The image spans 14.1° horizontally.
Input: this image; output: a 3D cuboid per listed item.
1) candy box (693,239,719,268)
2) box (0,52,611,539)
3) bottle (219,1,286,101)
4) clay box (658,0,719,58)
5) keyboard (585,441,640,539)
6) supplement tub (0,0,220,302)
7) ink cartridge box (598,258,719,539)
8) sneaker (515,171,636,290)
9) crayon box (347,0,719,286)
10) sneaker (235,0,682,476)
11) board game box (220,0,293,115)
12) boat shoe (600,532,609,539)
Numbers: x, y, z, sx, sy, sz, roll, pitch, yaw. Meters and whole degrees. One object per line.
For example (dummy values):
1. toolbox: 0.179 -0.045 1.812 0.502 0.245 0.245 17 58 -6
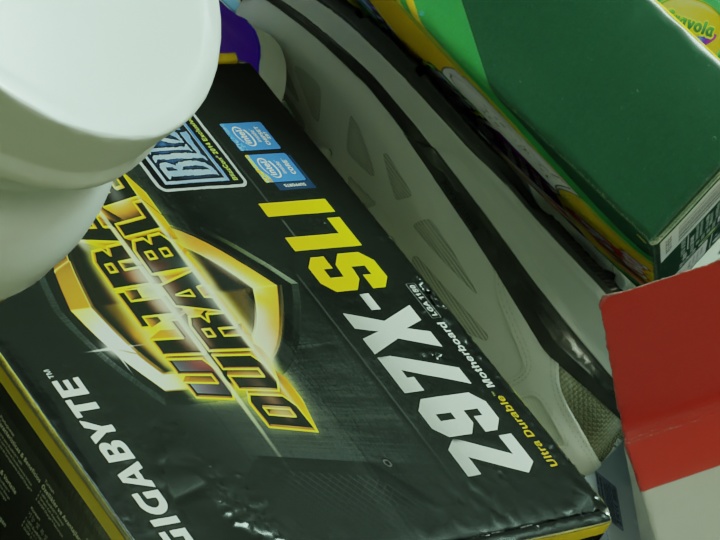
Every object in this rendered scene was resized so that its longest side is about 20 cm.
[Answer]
1. candy box: 0.204 -0.003 1.082 0.168 0.200 0.072 -38 98 -33
2. box: -0.049 0.023 0.798 0.160 0.049 0.200 -5 46 -44
3. bottle: -0.105 -0.088 0.874 0.200 0.083 0.065 26 52 -43
4. clay box: 0.142 -0.084 1.227 0.200 0.048 0.115 29 2 -41
5. keyboard: 0.086 0.082 1.073 0.056 0.011 0.200 44 27 -35
6. supplement tub: -0.144 -0.037 0.650 0.145 0.200 0.145 37 36 -34
7. ink cartridge box: 0.166 0.061 0.921 0.200 0.161 0.050 75 -4 -51
8. sneaker: 0.053 -0.023 1.083 0.079 0.074 0.200 30 34 -27
9. crayon box: 0.051 -0.074 0.945 0.173 0.058 0.200 43 0 8
10. sneaker: 0.000 0.000 0.942 0.201 0.115 0.076 49 0 17
11. board game box: -0.083 -0.130 1.001 0.200 0.029 0.135 43 33 -27
12. boat shoe: 0.080 0.163 0.912 0.063 0.073 0.200 30 36 -35
